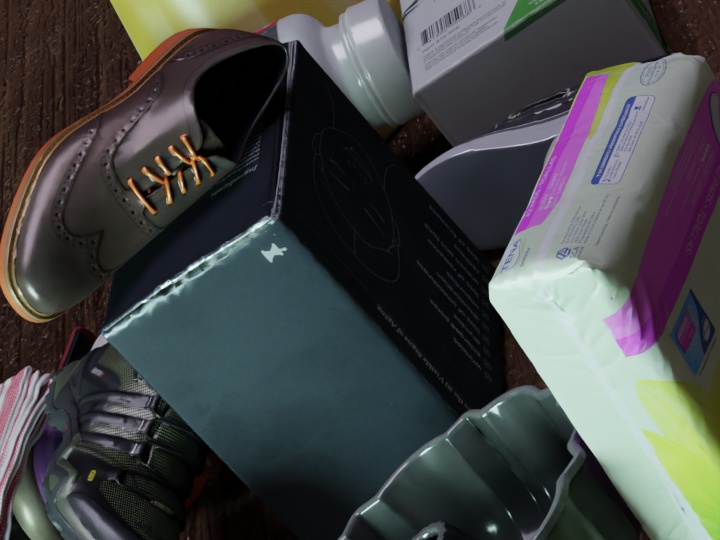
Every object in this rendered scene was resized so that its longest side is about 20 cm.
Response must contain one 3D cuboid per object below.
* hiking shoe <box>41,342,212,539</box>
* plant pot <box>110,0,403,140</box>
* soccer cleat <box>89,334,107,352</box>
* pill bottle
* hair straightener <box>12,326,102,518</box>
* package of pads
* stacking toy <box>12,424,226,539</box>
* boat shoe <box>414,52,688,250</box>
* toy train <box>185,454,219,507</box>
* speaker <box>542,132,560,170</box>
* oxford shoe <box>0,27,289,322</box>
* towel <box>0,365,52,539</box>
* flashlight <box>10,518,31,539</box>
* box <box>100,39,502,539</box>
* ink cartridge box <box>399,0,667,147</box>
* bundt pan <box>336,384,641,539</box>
[{"bbox_3d":[-0.117,0.092,1.340,0.101,0.076,0.200,-41,35,15],"label":"hiking shoe"},{"bbox_3d":[-0.075,-0.173,1.738,0.200,0.189,0.201,-31,27,18],"label":"plant pot"},{"bbox_3d":[-0.089,0.020,1.593,0.200,0.069,0.078,-33,20,-1],"label":"soccer cleat"},{"bbox_3d":[-0.058,-0.099,1.610,0.199,0.111,0.111,-25,28,11],"label":"pill bottle"},{"bbox_3d":[-0.184,0.104,1.608,0.077,0.041,0.200,-21,31,36],"label":"hair straightener"},{"bbox_3d":[0.146,0.021,1.096,0.068,0.200,0.155,-11,36,36],"label":"package of pads"},{"bbox_3d":[-0.114,0.100,1.481,0.199,0.085,0.085,-24,29,22],"label":"stacking toy"},{"bbox_3d":[0.118,-0.076,1.454,0.200,0.070,0.066,-27,20,25],"label":"boat shoe"},{"bbox_3d":[-0.149,0.164,1.420,0.200,0.056,0.151,-32,38,21],"label":"toy train"},{"bbox_3d":[0.146,-0.009,1.286,0.081,0.081,0.200,-34,26,13],"label":"speaker"},{"bbox_3d":[-0.110,-0.055,1.261,0.072,0.071,0.200,-1,47,50],"label":"oxford shoe"},{"bbox_3d":[-0.253,0.153,1.474,0.200,0.030,0.147,-35,30,42],"label":"towel"},{"bbox_3d":[-0.283,0.203,1.556,0.200,0.068,0.068,-24,27,34],"label":"flashlight"},{"bbox_3d":[-0.025,0.017,1.341,0.124,0.200,0.197,-33,25,18],"label":"box"},{"bbox_3d":[0.107,-0.168,1.598,0.146,0.083,0.200,-33,27,16],"label":"ink cartridge box"},{"bbox_3d":[0.053,0.150,1.135,0.202,0.076,0.202,-43,16,15],"label":"bundt pan"}]
